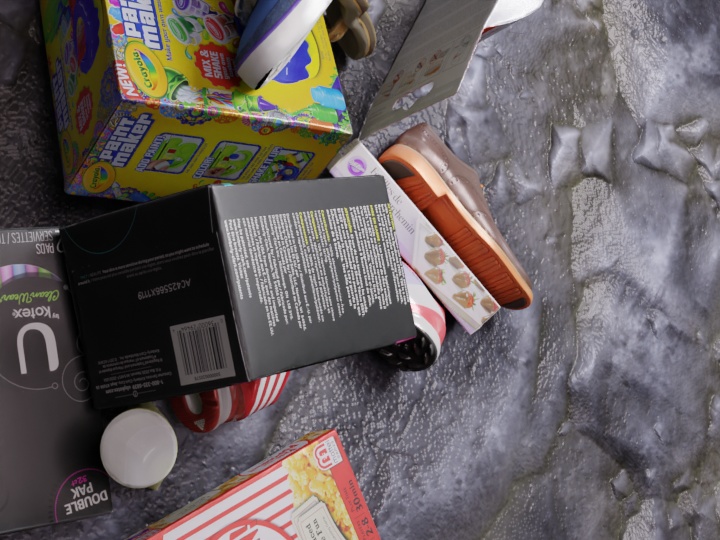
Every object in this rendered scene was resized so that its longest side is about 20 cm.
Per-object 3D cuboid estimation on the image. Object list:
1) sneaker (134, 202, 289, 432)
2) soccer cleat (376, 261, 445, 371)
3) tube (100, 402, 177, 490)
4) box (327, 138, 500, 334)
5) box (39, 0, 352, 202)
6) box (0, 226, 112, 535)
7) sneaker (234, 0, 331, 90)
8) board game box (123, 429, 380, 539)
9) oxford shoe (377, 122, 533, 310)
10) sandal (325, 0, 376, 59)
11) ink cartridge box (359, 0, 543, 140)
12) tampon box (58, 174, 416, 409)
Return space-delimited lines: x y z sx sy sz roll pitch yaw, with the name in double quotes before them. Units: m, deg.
"sneaker" -0.116 0.023 1.073 0.115 0.078 0.203 -8 87 -50
"soccer cleat" 0.000 0.000 1.155 0.200 0.068 0.073 45 36 -14
"tube" -0.156 0.126 0.946 0.052 0.200 0.058 32 82 -3
"box" 0.048 -0.030 1.186 0.039 0.041 0.200 -41 104 2
"box" -0.133 -0.165 1.020 0.190 0.122 0.202 4 59 -33
"box" -0.270 0.081 0.911 0.147 0.124 0.203 -4 83 -35
"sneaker" -0.077 -0.242 0.956 0.146 0.081 0.201 36 63 -8
"board game box" -0.076 0.240 1.058 0.199 0.046 0.153 -27 96 -35
"oxford shoe" 0.102 -0.051 1.224 0.201 0.071 0.073 51 54 -15
"sandal" -0.026 -0.224 1.116 0.053 0.200 0.081 -27 87 0
"ink cartridge box" 0.091 -0.204 1.189 0.047 0.159 0.202 35 64 -22
"tampon box" -0.081 0.012 0.931 0.199 0.148 0.128 -8 86 -55
